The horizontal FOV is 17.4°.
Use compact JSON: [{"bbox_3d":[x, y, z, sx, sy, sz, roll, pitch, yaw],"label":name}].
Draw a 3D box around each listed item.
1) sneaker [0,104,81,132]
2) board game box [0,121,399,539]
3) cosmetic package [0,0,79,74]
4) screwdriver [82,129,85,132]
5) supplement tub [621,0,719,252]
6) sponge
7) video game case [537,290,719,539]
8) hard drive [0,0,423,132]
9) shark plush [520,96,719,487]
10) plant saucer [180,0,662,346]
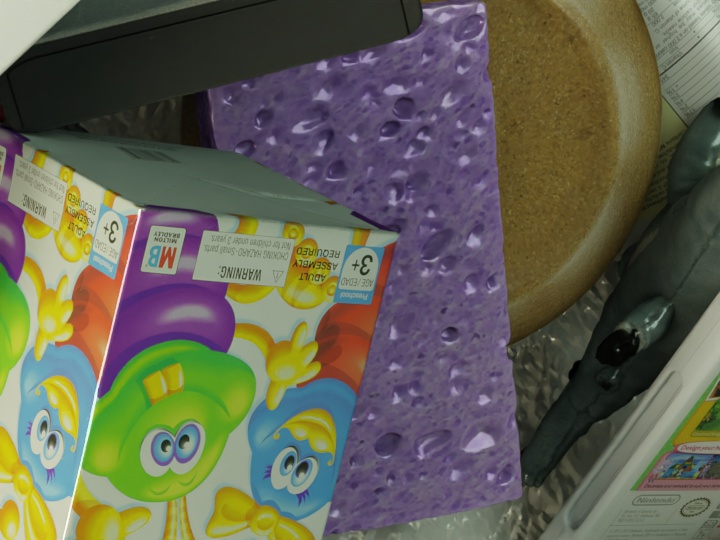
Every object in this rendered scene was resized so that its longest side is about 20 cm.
[{"bbox_3d":[-0.173,0.004,0.777,0.199,0.079,0.096,-14,107,-35],"label":"sneaker"},{"bbox_3d":[-0.077,0.065,0.777,0.104,0.103,0.201,5,105,-38],"label":"board game box"},{"bbox_3d":[-0.123,-0.111,0.742,0.052,0.151,0.200,45,18,-21],"label":"cosmetic package"},{"bbox_3d":[-0.069,0.002,0.908,0.029,0.028,0.200,-51,118,-16],"label":"screwdriver"},{"bbox_3d":[0.128,-0.099,1.033,0.200,0.145,0.145,48,51,-17],"label":"supplement tub"},{"bbox_3d":[0.000,0.000,0.898,0.111,0.030,0.201,-9,104,-16],"label":"sponge"},{"bbox_3d":[0.182,0.078,1.006,0.199,0.182,0.022,4,41,-38],"label":"video game case"},{"bbox_3d":[-0.056,-0.114,0.836,0.200,0.139,0.033,-100,176,-65],"label":"hard drive"},{"bbox_3d":[0.116,0.010,0.962,0.091,0.200,0.083,52,34,1],"label":"shark plush"},{"bbox_3d":[0.030,-0.054,0.931,0.199,0.035,0.201,-3,104,-11],"label":"plant saucer"}]
